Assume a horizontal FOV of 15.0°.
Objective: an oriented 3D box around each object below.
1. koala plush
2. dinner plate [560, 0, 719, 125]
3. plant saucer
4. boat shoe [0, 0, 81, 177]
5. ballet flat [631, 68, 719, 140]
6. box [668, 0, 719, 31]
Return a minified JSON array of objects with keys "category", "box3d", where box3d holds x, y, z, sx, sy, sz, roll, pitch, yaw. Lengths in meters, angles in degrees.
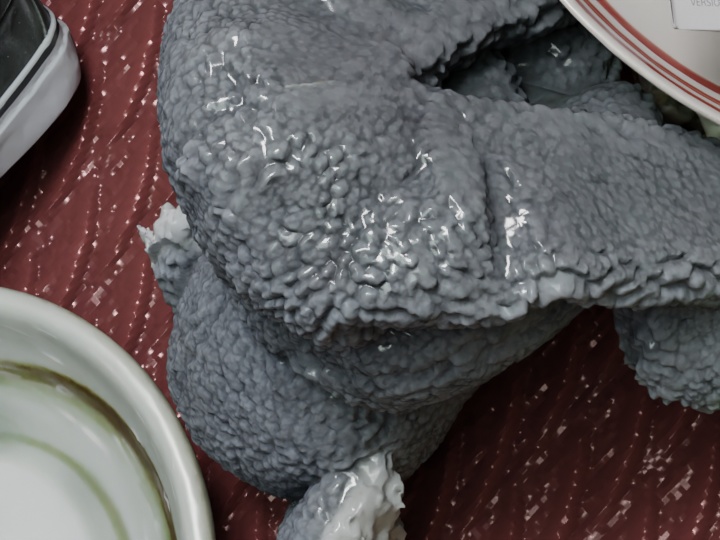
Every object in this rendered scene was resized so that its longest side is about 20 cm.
[{"category":"koala plush","box3d":[0.000,0.000,0.820,0.178,0.183,0.200,64,144,26]},{"category":"dinner plate","box3d":[0.117,-0.104,0.812,0.201,0.199,0.024,56,138,20]},{"category":"plant saucer","box3d":[-0.134,0.107,0.905,0.199,0.050,0.202,-4,76,17]},{"category":"boat shoe","box3d":[-0.174,-0.029,0.903,0.072,0.071,0.201,7,52,42]},{"category":"ballet flat","box3d":[0.124,-0.021,0.839,0.070,0.071,0.201,-20,73,13]},{"category":"box","box3d":[0.144,-0.164,0.772,0.036,0.200,0.145,5,114,39]}]
